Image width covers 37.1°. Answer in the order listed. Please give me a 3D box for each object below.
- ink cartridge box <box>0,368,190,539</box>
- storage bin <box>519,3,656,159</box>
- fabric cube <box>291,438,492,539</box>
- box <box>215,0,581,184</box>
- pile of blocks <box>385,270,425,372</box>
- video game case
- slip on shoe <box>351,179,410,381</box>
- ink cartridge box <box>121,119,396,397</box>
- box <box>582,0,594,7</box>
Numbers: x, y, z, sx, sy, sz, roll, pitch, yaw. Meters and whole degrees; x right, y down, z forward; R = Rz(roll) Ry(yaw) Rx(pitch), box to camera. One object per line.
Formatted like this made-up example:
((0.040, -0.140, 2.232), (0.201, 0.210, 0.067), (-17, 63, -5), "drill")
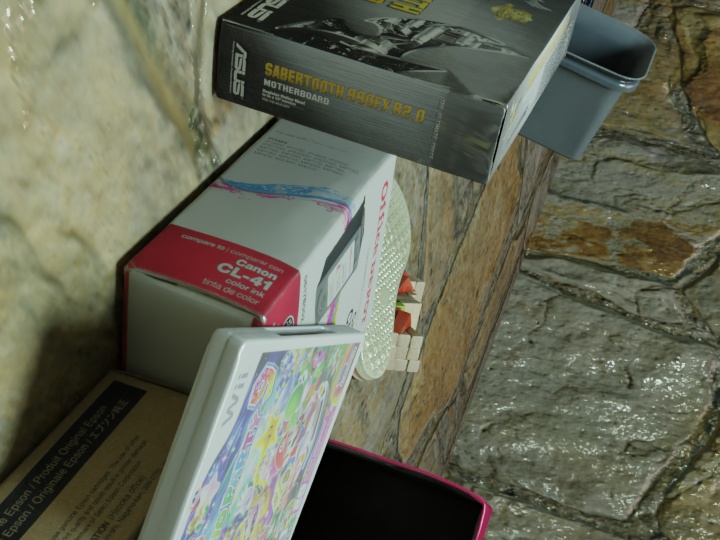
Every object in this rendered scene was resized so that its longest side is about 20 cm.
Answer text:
((-0.139, 0.178, 0.538), (0.165, 0.075, 0.200), (-56, 160, -55), "ink cartridge box")
((0.211, -0.229, 1.221), (0.146, 0.200, 0.134), (-57, 172, -49), "storage bin")
((0.004, 0.278, 1.017), (0.199, 0.196, 0.200), (56, 53, -74), "fabric cube")
((0.030, -0.134, 0.625), (0.200, 0.158, 0.048), (-53, 158, -52), "box")
((0.020, 0.033, 1.015), (0.200, 0.082, 0.062), (-80, -177, -76), "pile of blocks")
((-0.053, 0.097, 0.548), (0.143, 0.018, 0.200), (-69, 165, 3), "video game case")
((0.000, 0.000, 0.930), (0.074, 0.061, 0.200), (43, 50, -50), "slip on shoe")
((-0.057, 0.018, 0.638), (0.200, 0.085, 0.148), (-52, 157, -51), "ink cartridge box")
((0.402, -0.536, 1.899), (0.198, 0.050, 0.200), (-27, 135, -71), "box")
